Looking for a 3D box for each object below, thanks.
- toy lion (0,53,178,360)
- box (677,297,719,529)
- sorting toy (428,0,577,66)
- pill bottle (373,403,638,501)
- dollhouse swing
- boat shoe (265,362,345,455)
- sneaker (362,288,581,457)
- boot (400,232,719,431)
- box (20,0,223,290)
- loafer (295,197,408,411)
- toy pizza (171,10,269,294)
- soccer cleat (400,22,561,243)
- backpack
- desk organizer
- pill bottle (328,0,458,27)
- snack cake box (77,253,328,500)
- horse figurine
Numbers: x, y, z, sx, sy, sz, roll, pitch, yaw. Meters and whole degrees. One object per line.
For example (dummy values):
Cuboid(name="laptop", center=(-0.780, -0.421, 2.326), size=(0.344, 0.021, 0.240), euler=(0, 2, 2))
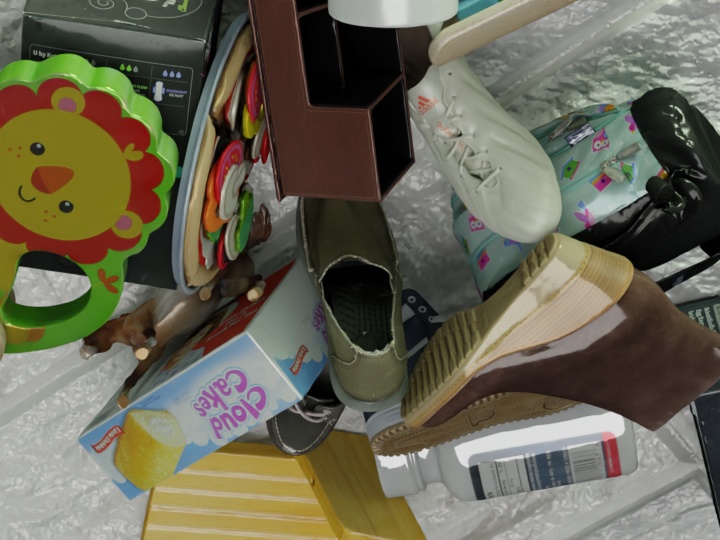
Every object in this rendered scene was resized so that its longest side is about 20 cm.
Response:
Cuboid(name="toy lion", center=(-0.207, -0.040, 1.263), size=(0.190, 0.069, 0.201), euler=(-10, 122, 8))
Cuboid(name="box", center=(0.363, 0.115, 1.534), size=(0.199, 0.118, 0.197), euler=(-13, 124, 8))
Cuboid(name="sorting toy", center=(0.132, -0.200, 1.266), size=(0.184, 0.200, 0.037), euler=(-25, 100, 15))
Cuboid(name="pill bottle", center=(0.110, 0.116, 1.524), size=(0.199, 0.120, 0.120), euler=(-10, 125, 5))
Cuboid(name="dollhouse swing", center=(-0.071, 0.250, 1.592), size=(0.175, 0.182, 0.201), euler=(-3, 129, -25))
Cuboid(name="boat shoe", center=(-0.029, 0.067, 1.508), size=(0.066, 0.057, 0.201), euler=(18, 114, -8))
Cuboid(name="sneaker", center=(0.090, 0.059, 1.449), size=(0.199, 0.109, 0.070), euler=(-16, 149, -1))
Cuboid(name="boot", center=(0.142, 0.076, 1.356), size=(0.166, 0.073, 0.200), euler=(32, 122, -20))
Cuboid(name="box", center=(-0.166, -0.115, 1.331), size=(0.123, 0.149, 0.201), euler=(8, 124, -3))
Cuboid(name="loafer", center=(0.000, 0.000, 1.394), size=(0.075, 0.201, 0.070), euler=(-9, 150, -11))
Cuboid(name="toy pizza", center=(-0.085, -0.079, 1.331), size=(0.032, 0.201, 0.201), euler=(14, 125, 5))
Cuboid(name="soccer cleat", center=(0.067, -0.102, 1.331), size=(0.069, 0.201, 0.077), euler=(-39, 156, 19))
Cuboid(name="backpack", center=(0.165, -0.046, 1.395), size=(0.199, 0.127, 0.167), euler=(-27, 153, 19))
Cuboid(name="desk organizer", center=(-0.021, -0.149, 1.281), size=(0.077, 0.072, 0.201), euler=(4, 118, 23))
Cuboid(name="pill bottle", center=(0.019, -0.254, 1.176), size=(0.111, 0.112, 0.201), euler=(-2, 112, -1))
Cuboid(name="snack cake box", center=(-0.108, 0.081, 1.462), size=(0.200, 0.115, 0.067), euler=(-32, 102, 36))
Cuboid(name="horse figurine", center=(-0.132, 0.024, 1.463), size=(0.200, 0.133, 0.050), euler=(-41, 106, 9))
